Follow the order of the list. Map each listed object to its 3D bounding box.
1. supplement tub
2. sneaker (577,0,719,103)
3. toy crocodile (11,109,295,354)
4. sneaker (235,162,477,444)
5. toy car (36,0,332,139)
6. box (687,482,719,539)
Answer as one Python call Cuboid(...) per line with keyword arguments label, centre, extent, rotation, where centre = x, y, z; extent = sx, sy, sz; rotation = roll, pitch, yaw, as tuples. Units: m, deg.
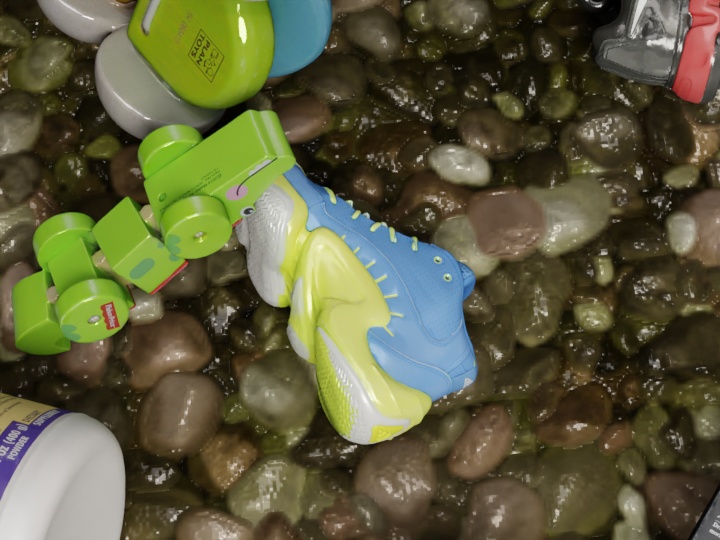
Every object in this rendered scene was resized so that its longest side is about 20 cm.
Cuboid(label="supplement tub", centre=(-0.236, 0.124, 0.724), extent=(0.199, 0.145, 0.146), rotation=(13, 71, 10))
Cuboid(label="sneaker", centre=(0.177, -0.198, 0.849), extent=(0.097, 0.071, 0.201), rotation=(6, 71, 5))
Cuboid(label="toy crocodile", centre=(-0.118, -0.017, 0.781), extent=(0.200, 0.062, 0.068), rotation=(-37, 54, 12))
Cuboid(label="sneaker", centre=(0.000, 0.000, 0.800), extent=(0.105, 0.076, 0.201), rotation=(-16, 67, -21))
Cuboid(label="toy car", centre=(-0.092, -0.186, 0.841), extent=(0.150, 0.175, 0.200), rotation=(-16, 62, -41))
Cuboid(label="box", centre=(0.258, 0.171, 0.695), extent=(0.200, 0.079, 0.141), rotation=(31, 78, 16))
